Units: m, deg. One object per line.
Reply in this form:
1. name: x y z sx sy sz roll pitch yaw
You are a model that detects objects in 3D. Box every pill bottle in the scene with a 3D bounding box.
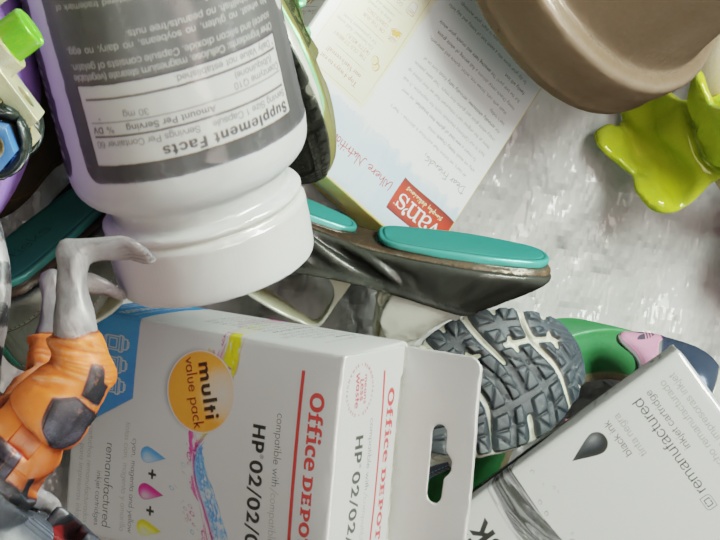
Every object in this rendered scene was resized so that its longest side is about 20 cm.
1. pill bottle: -0.086 -0.094 0.748 0.112 0.113 0.202 -22 114 -25

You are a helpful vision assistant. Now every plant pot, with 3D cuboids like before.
1. plant pot: 0.171 -0.206 0.899 0.199 0.174 0.203 17 64 -39

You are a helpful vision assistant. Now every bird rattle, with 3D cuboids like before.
1. bird rattle: 0.252 -0.081 1.044 0.199 0.112 0.165 28 67 -32

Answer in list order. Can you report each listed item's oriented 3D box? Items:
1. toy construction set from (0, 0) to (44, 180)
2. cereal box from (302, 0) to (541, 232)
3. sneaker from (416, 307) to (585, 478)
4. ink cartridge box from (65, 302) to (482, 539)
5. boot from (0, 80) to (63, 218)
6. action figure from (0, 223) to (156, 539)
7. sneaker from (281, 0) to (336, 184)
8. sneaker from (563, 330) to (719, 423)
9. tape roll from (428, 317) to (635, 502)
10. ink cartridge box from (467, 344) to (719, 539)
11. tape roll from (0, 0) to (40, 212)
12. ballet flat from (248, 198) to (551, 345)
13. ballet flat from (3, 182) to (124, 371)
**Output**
1. toy construction set: -0.200 -0.071 0.656 0.199 0.092 0.132 -32 104 21
2. cereal box: 0.035 -0.125 0.944 0.144 0.039 0.201 40 77 -28
3. sneaker: 0.029 0.081 0.938 0.198 0.086 0.078 -25 87 -11
4. ink cartridge box: -0.046 0.086 0.835 0.068 0.198 0.117 -5 101 -61
5. boot: -0.201 -0.122 0.808 0.097 0.074 0.202 -33 111 -43
6. action figure: -0.159 0.081 0.707 0.104 0.199 0.195 29 75 -22
7. sneaker: -0.048 -0.142 0.831 0.088 0.076 0.202 -36 110 -47
8. sneaker: 0.141 0.129 0.983 0.081 0.070 0.201 29 89 3
9. tape roll: 0.130 0.132 1.029 0.198 0.048 0.203 -5 100 -29
10. ink cartridge box: 0.132 0.157 0.907 0.199 0.083 0.147 -37 83 7
11. tape roll: -0.242 -0.078 0.728 0.197 0.066 0.203 0 106 1
12. ballet flat: 0.000 0.000 0.902 0.198 0.068 0.069 14 104 3
13. ballet flat: -0.118 -0.028 0.848 0.200 0.067 0.064 -49 132 -32
